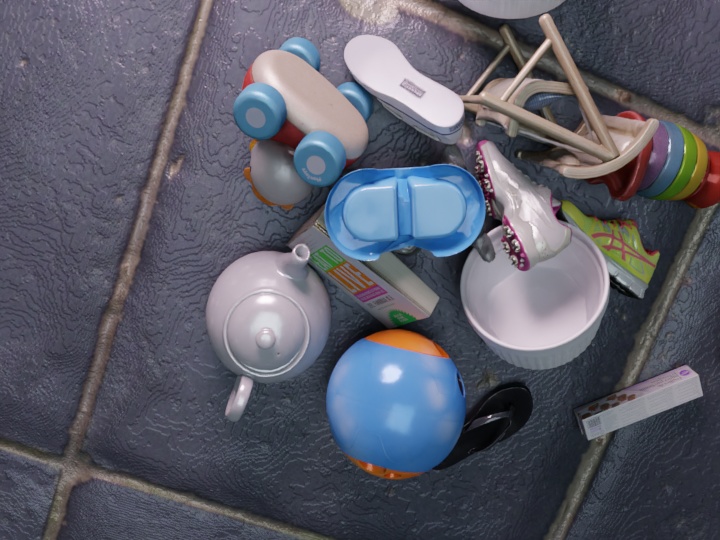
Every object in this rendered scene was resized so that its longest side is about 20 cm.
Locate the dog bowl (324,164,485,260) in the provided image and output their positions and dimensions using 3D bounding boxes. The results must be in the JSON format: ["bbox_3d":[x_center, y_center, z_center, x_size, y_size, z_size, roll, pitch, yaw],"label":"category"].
[{"bbox_3d":[0.053,-0.076,0.869,0.195,0.050,0.114,-4,108,0],"label":"dog bowl"}]

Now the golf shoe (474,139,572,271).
[{"bbox_3d":[0.218,-0.097,0.957,0.090,0.076,0.204,-18,65,-1],"label":"golf shoe"}]

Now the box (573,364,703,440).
[{"bbox_3d":[0.437,0.208,1.105,0.196,0.039,0.042,-23,106,1],"label":"box"}]

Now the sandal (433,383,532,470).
[{"bbox_3d":[0.188,0.253,1.093,0.198,0.043,0.077,-35,104,4],"label":"sandal"}]

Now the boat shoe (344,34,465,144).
[{"bbox_3d":[0.058,-0.238,0.931,0.198,0.066,0.072,36,77,19],"label":"boat shoe"}]

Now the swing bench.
[{"bbox_3d":[0.238,-0.206,0.903,0.199,0.199,0.130,39,99,-12],"label":"swing bench"}]

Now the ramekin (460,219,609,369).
[{"bbox_3d":[0.243,0.039,0.970,0.197,0.202,0.105,-29,145,3],"label":"ramekin"}]

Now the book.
[{"bbox_3d":[0.000,0.000,0.974,0.199,0.133,0.049,39,65,-12],"label":"book"}]

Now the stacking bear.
[{"bbox_3d":[0.440,-0.144,0.987,0.195,0.122,0.116,12,110,-17],"label":"stacking bear"}]

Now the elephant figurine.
[{"bbox_3d":[0.063,-0.079,0.969,0.196,0.157,0.142,-20,138,11],"label":"elephant figurine"}]

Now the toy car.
[{"bbox_3d":[-0.104,-0.163,0.925,0.176,0.186,0.200,36,127,-12],"label":"toy car"}]

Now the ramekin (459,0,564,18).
[{"bbox_3d":[0.189,-0.406,0.856,0.195,0.098,0.205,-3,61,5],"label":"ramekin"}]

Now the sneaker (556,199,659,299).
[{"bbox_3d":[0.358,-0.048,1.023,0.199,0.078,0.091,37,90,-18],"label":"sneaker"}]

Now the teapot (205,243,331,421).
[{"bbox_3d":[-0.130,0.079,0.970,0.193,0.146,0.204,-20,106,1],"label":"teapot"}]

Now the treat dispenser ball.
[{"bbox_3d":[0.050,0.186,0.982,0.195,0.201,0.206,-1,104,-4],"label":"treat dispenser ball"}]
